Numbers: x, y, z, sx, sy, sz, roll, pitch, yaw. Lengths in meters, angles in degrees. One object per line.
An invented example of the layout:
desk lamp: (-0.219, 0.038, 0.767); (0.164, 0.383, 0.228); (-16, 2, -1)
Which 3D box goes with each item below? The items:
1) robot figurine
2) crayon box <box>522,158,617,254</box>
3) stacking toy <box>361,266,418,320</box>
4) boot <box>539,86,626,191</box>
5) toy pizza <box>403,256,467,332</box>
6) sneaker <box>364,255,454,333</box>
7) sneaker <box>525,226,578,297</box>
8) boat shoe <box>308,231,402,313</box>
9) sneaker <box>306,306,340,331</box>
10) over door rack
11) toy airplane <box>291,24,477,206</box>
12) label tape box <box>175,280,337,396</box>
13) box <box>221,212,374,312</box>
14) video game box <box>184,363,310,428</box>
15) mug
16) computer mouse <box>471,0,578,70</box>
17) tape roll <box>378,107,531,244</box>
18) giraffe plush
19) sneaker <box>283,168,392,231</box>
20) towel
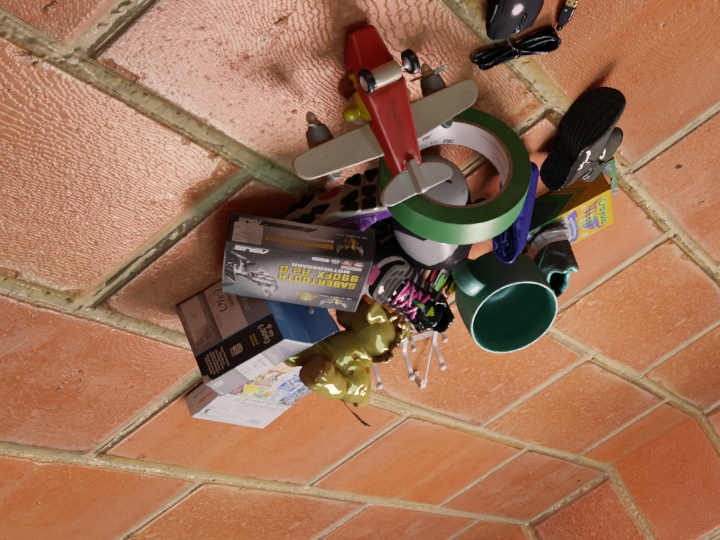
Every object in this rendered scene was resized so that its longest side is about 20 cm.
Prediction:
robot figurine: (0.102, -0.078, 1.570); (0.150, 0.125, 0.200); (-29, 147, -8)
crayon box: (0.359, -0.096, 1.837); (0.199, 0.052, 0.126); (-29, 151, 2)
stacking toy: (0.063, 0.024, 1.752); (0.200, 0.110, 0.116); (-52, 160, 20)
boot: (0.364, -0.210, 1.666); (0.130, 0.068, 0.200); (-19, 150, -43)
toy pizza: (0.134, 0.015, 1.751); (0.200, 0.032, 0.201); (-49, 156, -30)
sneaker: (0.080, 0.042, 1.586); (0.074, 0.087, 0.200); (-52, 146, 4)
sneaker: (0.306, 0.016, 1.830); (0.077, 0.091, 0.200); (-9, 149, -23)
boat shoe: (0.000, 0.000, 1.685); (0.199, 0.060, 0.076); (-27, 164, -5)
sneaker: (-0.085, 0.102, 1.777); (0.078, 0.070, 0.200); (-28, 144, 8)
over door rack: (0.081, 0.194, 2.058); (0.147, 0.067, 0.200); (-14, 148, -21)
toy airplane: (0.031, -0.181, 1.336); (0.199, 0.141, 0.200); (19, 99, -31)
label tape box: (-0.155, 0.071, 1.585); (0.199, 0.145, 0.063); (-30, 149, 4)
box: (-0.090, -0.009, 1.502); (0.199, 0.049, 0.159); (9, 151, -6)
video game box: (-0.175, 0.200, 1.878); (0.182, 0.047, 0.200); (-37, 150, 20)
mug: (0.227, 0.030, 1.752); (0.151, 0.115, 0.185); (-19, 132, -3)
computer mouse: (0.220, -0.326, 1.354); (0.140, 0.046, 0.200); (-18, 150, -14)
tape roll: (0.125, -0.129, 1.434); (0.200, 0.201, 0.048); (-18, 150, -16)
giraffe plush: (-0.013, 0.112, 1.645); (0.162, 0.200, 0.173); (-52, 175, 4)
sneaker: (-0.009, -0.078, 1.500); (0.199, 0.081, 0.083); (-17, 136, 22)
towel: (0.226, -0.092, 1.600); (0.200, 0.049, 0.148); (-23, 124, -76)
